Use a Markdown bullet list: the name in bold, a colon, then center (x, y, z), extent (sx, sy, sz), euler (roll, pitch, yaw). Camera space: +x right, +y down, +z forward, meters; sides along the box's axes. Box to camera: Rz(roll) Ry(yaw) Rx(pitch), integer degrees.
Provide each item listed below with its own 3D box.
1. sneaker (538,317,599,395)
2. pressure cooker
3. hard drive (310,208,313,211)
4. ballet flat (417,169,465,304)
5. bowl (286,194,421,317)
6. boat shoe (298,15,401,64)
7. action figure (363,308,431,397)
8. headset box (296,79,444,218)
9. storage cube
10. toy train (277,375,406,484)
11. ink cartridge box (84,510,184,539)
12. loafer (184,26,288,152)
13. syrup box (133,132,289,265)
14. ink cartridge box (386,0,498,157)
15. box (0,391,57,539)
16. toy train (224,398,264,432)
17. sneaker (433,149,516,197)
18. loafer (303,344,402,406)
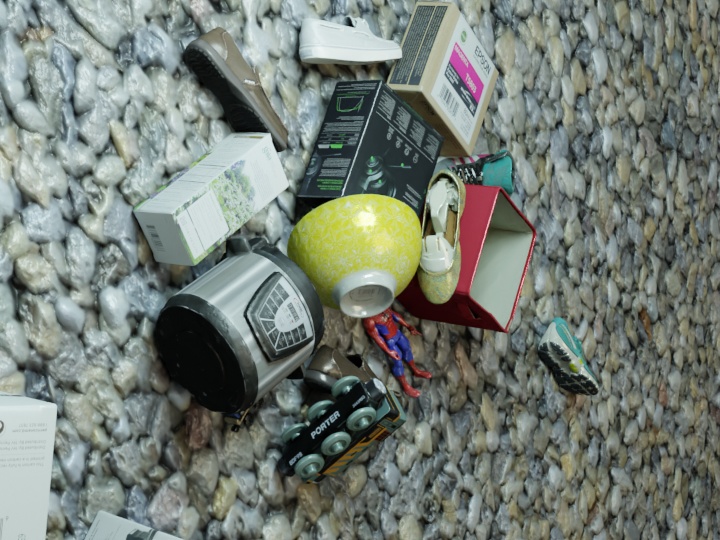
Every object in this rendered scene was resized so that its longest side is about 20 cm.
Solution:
- **sneaker**: center (0.410, 0.170, 2.213), extent (0.201, 0.077, 0.080), euler (54, 47, -36)
- **pressure cooker**: center (-0.145, 0.065, 1.497), extent (0.199, 0.178, 0.177), euler (-37, 154, -41)
- **hard drive**: center (-0.011, -0.096, 1.742), extent (0.132, 0.026, 0.202), euler (45, 61, -41)
- **ballet flat**: center (0.115, -0.054, 1.681), extent (0.070, 0.070, 0.203), euler (30, 62, -45)
- **bowl**: center (0.000, 0.000, 1.616), extent (0.199, 0.199, 0.109), euler (33, 34, -44)
- **boat shoe**: center (-0.014, -0.339, 1.694), extent (0.198, 0.071, 0.070), euler (-8, 97, -40)
- **action figure**: center (0.056, 0.111, 1.823), extent (0.066, 0.051, 0.201), euler (-50, 126, -28)
- **headset box**: center (0.017, -0.145, 1.680), extent (0.173, 0.092, 0.203), euler (33, 69, -45)
- **storage cube**: center (0.148, -0.025, 1.798), extent (0.171, 0.177, 0.203), euler (39, 64, -53)
- **toy train**: center (-0.026, 0.233, 1.655), extent (0.200, 0.086, 0.114), euler (-43, 140, 14)
- **ink cartridge box**: center (-0.231, 0.375, 1.402), extent (0.145, 0.198, 0.085), euler (44, 63, -41)
- **loafer**: center (-0.150, -0.242, 1.535), extent (0.071, 0.072, 0.201), euler (-56, 131, -27)
- **syrup box**: center (-0.190, -0.096, 1.497), extent (0.200, 0.081, 0.080), euler (-45, 126, -37)
- **ink cartridge box**: center (0.134, -0.302, 1.835), extent (0.200, 0.074, 0.167), euler (42, 63, -51)
- **box**: center (-0.440, 0.231, 1.203), extent (0.197, 0.129, 0.204), euler (6, 88, -48)
- **toy train**: center (-0.135, 0.135, 1.615), extent (0.046, 0.034, 0.202), euler (47, 59, -36)
- **sneaker**: center (0.192, -0.151, 1.897), extent (0.199, 0.119, 0.085), euler (-20, 108, -46)
- **loafer**: center (0.000, 0.164, 1.730), extent (0.199, 0.072, 0.072), euler (30, 72, -46)
